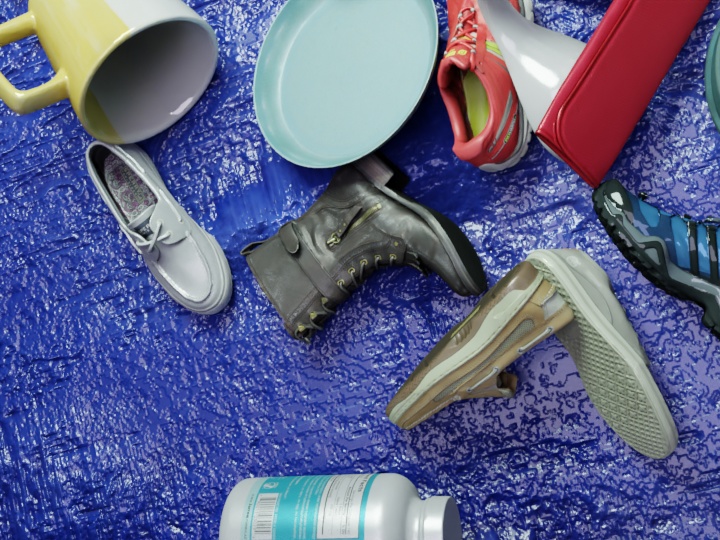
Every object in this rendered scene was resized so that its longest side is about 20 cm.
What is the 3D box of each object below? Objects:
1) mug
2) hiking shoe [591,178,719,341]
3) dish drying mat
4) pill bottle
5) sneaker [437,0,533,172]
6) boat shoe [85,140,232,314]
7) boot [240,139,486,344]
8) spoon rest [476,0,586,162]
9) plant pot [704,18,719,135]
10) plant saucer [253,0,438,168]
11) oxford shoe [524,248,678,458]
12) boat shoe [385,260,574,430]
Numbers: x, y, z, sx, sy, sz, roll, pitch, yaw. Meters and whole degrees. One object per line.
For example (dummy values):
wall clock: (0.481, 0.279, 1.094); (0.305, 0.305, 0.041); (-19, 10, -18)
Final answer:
mug: (-0.245, -0.225, 1.087); (0.154, 0.186, 0.150); (50, 117, 22)
hiking shoe: (0.279, -0.015, 0.960); (0.200, 0.074, 0.087); (42, 93, 6)
dish drying mat: (0.219, -0.171, 0.959); (0.077, 0.018, 0.201); (37, 78, -24)
pill bottle: (-0.015, 0.234, 1.020); (0.197, 0.111, 0.112); (-4, 86, 18)
sneaker: (0.100, -0.186, 1.001); (0.076, 0.084, 0.203); (-13, 83, 42)
boat shoe: (-0.195, -0.045, 1.113); (0.072, 0.068, 0.201); (-33, 78, 14)
boot: (0.000, 0.000, 1.052); (0.174, 0.069, 0.200); (-48, 65, 12)
spoon rest: (0.157, -0.177, 0.972); (0.099, 0.060, 0.201); (-44, 112, -16)
plant pot: (0.354, -0.168, 0.868); (0.198, 0.196, 0.203); (-1, 87, 18)
plant saucer: (-0.011, -0.184, 1.052); (0.198, 0.027, 0.203); (-12, 68, 31)
oxford shoe: (0.209, 0.062, 0.980); (0.201, 0.057, 0.075); (58, 146, 11)
boat shoe: (0.100, 0.083, 0.994); (0.076, 0.072, 0.200); (41, 125, -2)
